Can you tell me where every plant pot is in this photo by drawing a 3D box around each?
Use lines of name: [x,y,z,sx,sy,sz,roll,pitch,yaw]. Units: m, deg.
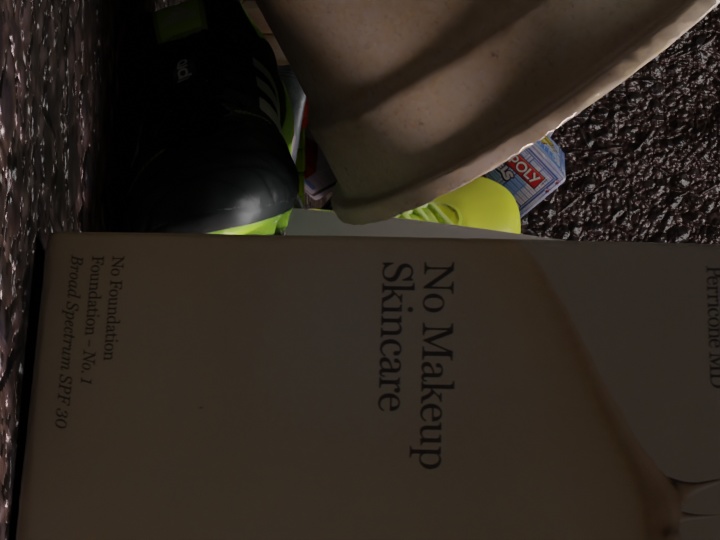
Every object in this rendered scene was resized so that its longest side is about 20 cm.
plant pot: [0.021,-0.150,0.737,0.184,0.200,0.201,54,12,-12]

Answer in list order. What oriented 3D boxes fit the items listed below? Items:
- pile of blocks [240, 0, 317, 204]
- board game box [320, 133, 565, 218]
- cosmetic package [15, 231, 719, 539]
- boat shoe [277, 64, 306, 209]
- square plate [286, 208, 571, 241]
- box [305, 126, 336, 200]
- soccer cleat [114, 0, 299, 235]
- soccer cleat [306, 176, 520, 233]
pile of blocks: [-0.044,-0.064,0.997,0.200,0.062,0.083,82,8,-72]
board game box: [0.046,-0.049,1.079,0.200,0.062,0.200,-37,-170,46]
cosmetic package: [0.008,0.049,0.602,0.073,0.199,0.104,83,8,-67]
boat shoe: [-0.047,-0.011,0.938,0.201,0.060,0.076,87,5,-51]
square plate: [0.014,0.019,0.759,0.198,0.199,0.029,-82,177,-73]
box: [0.013,-0.107,1.106,0.117,0.060,0.200,-47,-174,-14]
soccer cleat: [-0.059,-0.054,0.753,0.200,0.067,0.082,-89,163,-74]
soccer cleat: [0.000,0.001,0.897,0.200,0.065,0.084,-31,138,-33]
